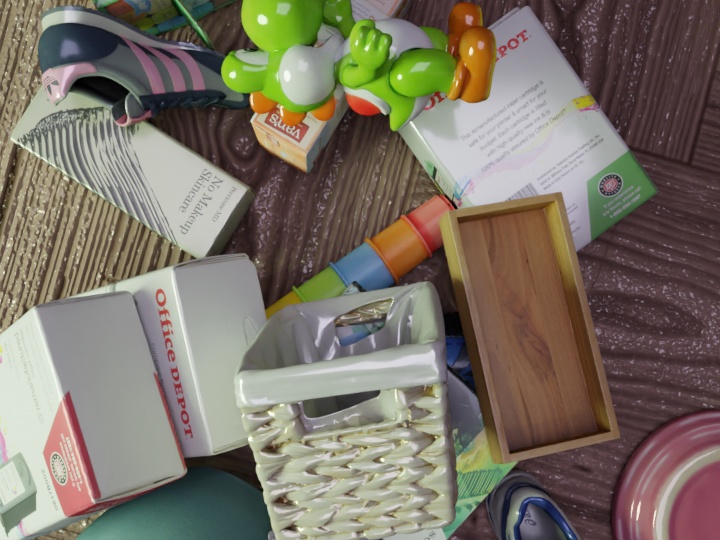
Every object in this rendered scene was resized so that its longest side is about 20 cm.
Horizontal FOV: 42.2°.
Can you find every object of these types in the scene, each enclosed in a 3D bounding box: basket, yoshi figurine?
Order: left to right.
[{"bbox_3d":[-0.005,-0.175,0.690,0.199,0.112,0.113,-3,74,-2],"label":"yoshi figurine"},{"bbox_3d":[0.000,0.094,0.660,0.135,0.200,0.124,-9,100,5],"label":"basket"}]

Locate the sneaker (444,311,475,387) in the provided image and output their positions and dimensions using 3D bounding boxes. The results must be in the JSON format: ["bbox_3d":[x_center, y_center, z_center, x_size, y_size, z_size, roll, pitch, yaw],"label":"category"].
[{"bbox_3d":[0.083,0.083,0.828,0.199,0.066,0.079,-7,109,3],"label":"sneaker"}]

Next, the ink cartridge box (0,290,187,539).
[{"bbox_3d":[-0.236,0.121,0.716,0.200,0.085,0.148,-30,77,39],"label":"ink cartridge box"}]

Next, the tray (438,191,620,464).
[{"bbox_3d":[0.133,0.045,0.749,0.098,0.037,0.201,-10,82,-11],"label":"tray"}]

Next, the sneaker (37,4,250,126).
[{"bbox_3d":[-0.176,-0.153,0.793,0.199,0.070,0.083,10,72,-34],"label":"sneaker"}]

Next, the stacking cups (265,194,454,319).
[{"bbox_3d":[0.000,0.000,0.837,0.200,0.061,0.061,-39,90,-5],"label":"stacking cups"}]

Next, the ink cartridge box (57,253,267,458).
[{"bbox_3d":[-0.168,0.077,0.763,0.199,0.083,0.147,-15,87,40],"label":"ink cartridge box"}]

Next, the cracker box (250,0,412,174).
[{"bbox_3d":[-0.018,-0.187,0.803,0.057,0.134,0.201,31,87,-2],"label":"cracker box"}]

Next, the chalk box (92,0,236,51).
[{"bbox_3d":[-0.181,-0.280,0.806,0.123,0.124,0.201,-23,88,-3],"label":"chalk box"}]

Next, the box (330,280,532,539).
[{"bbox_3d":[0.022,0.128,0.773,0.200,0.036,0.144,41,96,-1],"label":"box"}]

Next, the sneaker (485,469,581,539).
[{"bbox_3d":[0.174,0.274,0.819,0.075,0.088,0.201,-32,91,-4],"label":"sneaker"}]

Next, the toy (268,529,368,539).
[{"bbox_3d":[-0.005,0.297,0.738,0.047,0.115,0.201,-13,82,40],"label":"toy"}]

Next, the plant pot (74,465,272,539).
[{"bbox_3d":[-0.135,0.245,0.774,0.199,0.200,0.135,31,56,-1],"label":"plant pot"}]

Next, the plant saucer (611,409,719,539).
[{"bbox_3d":[0.331,0.229,0.844,0.199,0.051,0.202,0,88,-1],"label":"plant saucer"}]

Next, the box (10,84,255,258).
[{"bbox_3d":[-0.198,-0.091,0.827,0.199,0.068,0.082,31,88,0],"label":"box"}]

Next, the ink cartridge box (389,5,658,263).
[{"bbox_3d":[0.139,-0.106,0.830,0.145,0.084,0.200,-36,90,-3],"label":"ink cartridge box"}]
